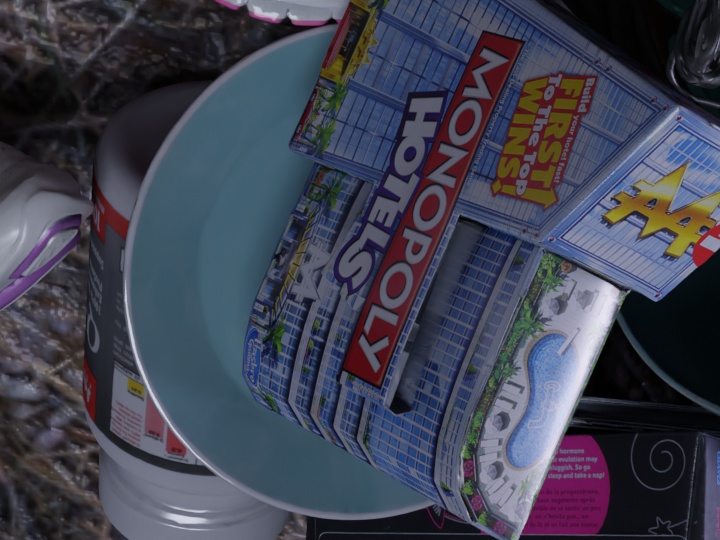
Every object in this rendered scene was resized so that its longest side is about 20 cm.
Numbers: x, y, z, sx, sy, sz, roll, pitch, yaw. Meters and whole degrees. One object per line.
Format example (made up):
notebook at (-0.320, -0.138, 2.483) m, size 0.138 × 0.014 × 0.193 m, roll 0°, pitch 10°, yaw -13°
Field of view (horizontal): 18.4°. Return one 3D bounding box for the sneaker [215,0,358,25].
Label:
sneaker at (-0.056, -0.162, 0.869) m, size 0.199 × 0.081 × 0.088 m, roll 21°, pitch 113°, yaw -8°

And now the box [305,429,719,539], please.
box at (0.085, 0.143, 0.962) m, size 0.199 × 0.133 × 0.115 m, roll -5°, pitch 166°, yaw 37°

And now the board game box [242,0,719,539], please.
board game box at (0.047, -0.018, 0.785) m, size 0.062 × 0.200 × 0.201 m, roll 24°, pitch 89°, yaw -35°

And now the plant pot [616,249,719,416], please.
plant pot at (0.213, -0.013, 0.879) m, size 0.200 × 0.201 × 0.135 m, roll -24°, pitch 147°, yaw 26°

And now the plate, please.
plate at (0.000, 0.000, 0.894) m, size 0.199 × 0.026 × 0.201 m, roll -3°, pitch 99°, yaw -18°

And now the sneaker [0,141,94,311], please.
sneaker at (-0.184, -0.031, 0.954) m, size 0.100 × 0.075 × 0.200 m, roll 56°, pitch 155°, yaw -17°

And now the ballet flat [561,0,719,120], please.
ballet flat at (0.118, -0.071, 0.839) m, size 0.073 × 0.200 × 0.073 m, roll -11°, pitch 136°, yaw -11°

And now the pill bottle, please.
pill bottle at (-0.066, 0.027, 0.990) m, size 0.115 × 0.116 × 0.201 m, roll 11°, pitch 127°, yaw 3°

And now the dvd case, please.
dvd case at (0.155, 0.075, 0.983) m, size 0.199 × 0.149 × 0.016 m, roll 6°, pitch 82°, yaw 8°

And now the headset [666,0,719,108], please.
headset at (0.178, -0.078, 0.713) m, size 0.199 × 0.123 × 0.094 m, roll -3°, pitch 101°, yaw -35°
